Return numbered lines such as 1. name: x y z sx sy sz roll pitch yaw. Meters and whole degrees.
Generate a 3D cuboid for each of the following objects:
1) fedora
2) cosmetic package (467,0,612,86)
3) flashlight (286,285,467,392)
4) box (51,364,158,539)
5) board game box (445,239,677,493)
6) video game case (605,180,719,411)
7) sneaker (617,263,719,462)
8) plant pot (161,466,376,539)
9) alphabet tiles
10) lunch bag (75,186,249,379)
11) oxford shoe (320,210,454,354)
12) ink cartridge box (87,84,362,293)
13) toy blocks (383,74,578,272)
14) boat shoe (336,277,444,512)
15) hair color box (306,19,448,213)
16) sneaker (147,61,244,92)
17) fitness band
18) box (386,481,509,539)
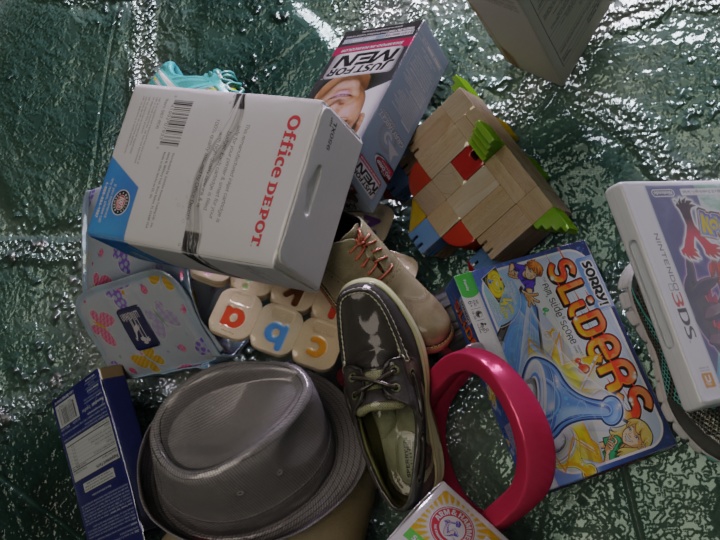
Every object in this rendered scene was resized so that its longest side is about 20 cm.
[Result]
1. fedora: -0.096 0.135 0.837 0.199 0.090 0.177 -20 53 -12
2. cosmetic package: 0.158 -0.256 0.900 0.071 0.200 0.105 30 90 25
3. flashlight: 0.022 0.084 0.960 0.200 0.068 0.068 -30 44 17
4. box: -0.255 0.210 1.021 0.121 0.032 0.201 -31 71 45
5. board game box: 0.173 0.083 0.879 0.135 0.034 0.201 -16 71 -16
6. video game case: 0.300 0.012 0.806 0.023 0.199 0.183 -38 62 51
7. sneaker: 0.281 0.068 0.835 0.077 0.091 0.200 -23 72 -8
8. plant pot: -0.069 0.232 0.912 0.187 0.187 0.200 25 74 24
9. alphabet tiles: -0.051 -0.002 0.937 0.199 0.015 0.196 20 56 3
10. lunch bag: -0.195 0.004 1.008 0.169 0.127 0.201 -11 77 39
11. oxford shoe: 0.000 0.000 0.890 0.200 0.075 0.070 34 58 13
12. ink cartridge box: -0.116 -0.072 0.862 0.199 0.084 0.145 10 78 28
13. toy blocks: 0.098 -0.069 0.953 0.137 0.100 0.200 -43 66 21
14. boat shoe: 0.023 0.107 0.850 0.072 0.066 0.202 -13 97 18
15. hair color box: -0.002 -0.147 0.962 0.099 0.061 0.200 1 53 37
16. sneaker: -0.152 -0.179 1.077 0.200 0.078 0.080 20 78 24
17. fitness band: 0.100 0.147 0.857 0.037 0.200 0.144 -14 64 -25
18. box: 0.096 0.292 0.825 0.200 0.113 0.101 40 53 16
